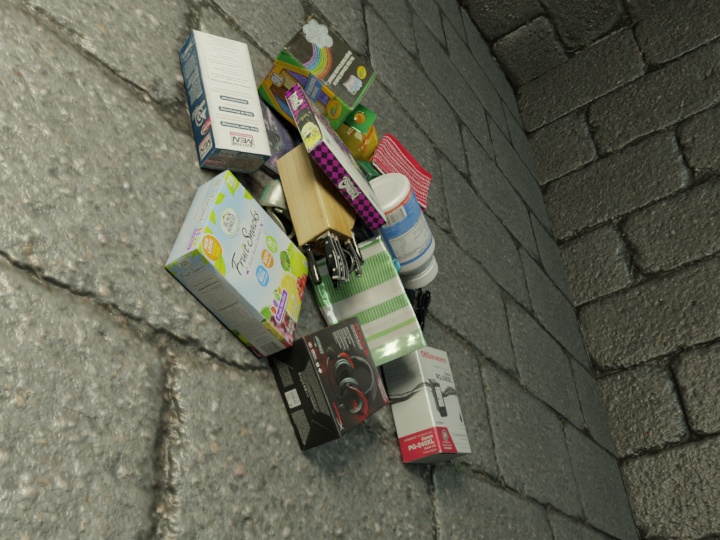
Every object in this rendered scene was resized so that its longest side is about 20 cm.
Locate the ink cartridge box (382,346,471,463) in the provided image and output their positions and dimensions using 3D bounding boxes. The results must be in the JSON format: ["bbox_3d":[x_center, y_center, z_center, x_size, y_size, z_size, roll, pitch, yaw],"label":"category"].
[{"bbox_3d":[0.122,0.249,1.307,0.144,0.082,0.205,22,50,-56],"label":"ink cartridge box"}]

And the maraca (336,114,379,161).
[{"bbox_3d":[-0.006,-0.256,1.439,0.199,0.105,0.141,28,49,-53],"label":"maraca"}]

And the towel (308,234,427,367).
[{"bbox_3d":[0.007,0.061,1.171,0.023,0.149,0.205,83,-15,-86],"label":"towel"}]

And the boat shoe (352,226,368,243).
[{"bbox_3d":[0.000,0.000,1.299,0.202,0.068,0.067,58,24,-35],"label":"boat shoe"}]

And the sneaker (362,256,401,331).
[{"bbox_3d":[0.018,0.067,1.208,0.072,0.081,0.206,24,69,-44],"label":"sneaker"}]

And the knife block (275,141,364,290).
[{"bbox_3d":[-0.067,-0.074,1.075,0.202,0.063,0.177,54,25,-20],"label":"knife block"}]

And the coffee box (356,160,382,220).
[{"bbox_3d":[0.013,-0.155,1.380,0.044,0.124,0.199,45,23,14],"label":"coffee box"}]

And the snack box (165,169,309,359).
[{"bbox_3d":[-0.162,-0.008,0.978,0.200,0.067,0.171,48,32,-32],"label":"snack box"}]

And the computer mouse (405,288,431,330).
[{"bbox_3d":[0.104,0.018,1.503,0.202,0.045,0.141,57,28,-21],"label":"computer mouse"}]

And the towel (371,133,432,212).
[{"bbox_3d":[0.087,-0.199,1.396,0.144,0.022,0.201,44,24,-10],"label":"towel"}]

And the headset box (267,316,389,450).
[{"bbox_3d":[-0.040,0.163,1.068,0.199,0.074,0.152,-12,80,-64],"label":"headset box"}]

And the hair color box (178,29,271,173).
[{"bbox_3d":[-0.208,-0.255,1.067,0.098,0.060,0.205,2,66,-40],"label":"hair color box"}]

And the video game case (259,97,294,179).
[{"bbox_3d":[-0.177,-0.240,1.194,0.199,0.019,0.146,30,44,-53],"label":"video game case"}]

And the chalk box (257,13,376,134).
[{"bbox_3d":[-0.061,-0.317,1.238,0.199,0.123,0.126,40,50,-12],"label":"chalk box"}]

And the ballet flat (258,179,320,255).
[{"bbox_3d":[-0.100,-0.067,1.173,0.200,0.066,0.065,46,59,-36],"label":"ballet flat"}]

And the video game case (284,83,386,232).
[{"bbox_3d":[-0.040,-0.183,1.135,0.200,0.035,0.183,48,14,-43],"label":"video game case"}]

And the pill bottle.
[{"bbox_3d":[0.073,-0.067,1.288,0.114,0.109,0.202,-81,151,-49],"label":"pill bottle"}]

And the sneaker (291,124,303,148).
[{"bbox_3d":[-0.093,-0.297,1.345,0.077,0.074,0.205,33,52,-43],"label":"sneaker"}]
